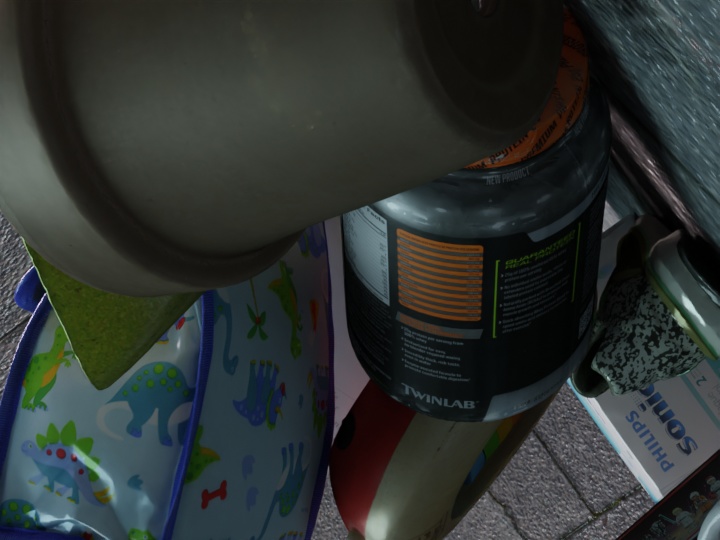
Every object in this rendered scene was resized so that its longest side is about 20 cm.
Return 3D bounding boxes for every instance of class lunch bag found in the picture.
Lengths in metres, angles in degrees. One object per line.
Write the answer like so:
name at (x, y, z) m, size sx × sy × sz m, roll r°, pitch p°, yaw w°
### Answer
lunch bag at (-0.085, 0.043, 1.037) m, size 0.127 × 0.201 × 0.170 m, roll 16°, pitch -178°, yaw 21°

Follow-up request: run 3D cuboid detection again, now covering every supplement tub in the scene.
supplement tub at (0.051, -0.031, 0.968) m, size 0.123 × 0.122 × 0.200 m, roll 55°, pitch 161°, yaw 32°

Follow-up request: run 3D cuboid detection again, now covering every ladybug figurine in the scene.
ladybug figurine at (0.048, 0.067, 1.101) m, size 0.072 × 0.200 × 0.136 m, roll 33°, pitch 150°, yaw 15°

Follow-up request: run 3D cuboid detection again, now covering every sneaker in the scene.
sneaker at (0.137, 0.025, 1.080) m, size 0.077 × 0.089 × 0.200 m, roll 54°, pitch -178°, yaw 2°

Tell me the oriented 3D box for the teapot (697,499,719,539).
teapot at (0.238, 0.208, 0.959) m, size 0.200 × 0.146 × 0.198 m, roll 16°, pitch -126°, yaw -38°

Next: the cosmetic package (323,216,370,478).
cosmetic package at (0.000, 0.000, 1.145) m, size 0.102 × 0.200 × 0.074 m, roll 33°, pitch -156°, yaw 16°

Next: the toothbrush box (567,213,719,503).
toothbrush box at (0.173, 0.059, 1.299) m, size 0.147 × 0.085 × 0.200 m, roll 55°, pitch -178°, yaw 11°

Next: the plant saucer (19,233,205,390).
plant saucer at (-0.080, -0.085, 0.900) m, size 0.200 × 0.048 × 0.200 m, roll -49°, pitch -55°, yaw -47°

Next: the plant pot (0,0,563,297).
plant pot at (-0.024, -0.094, 0.789) m, size 0.200 × 0.174 × 0.201 m, roll 9°, pitch -101°, yaw -55°

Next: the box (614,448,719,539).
box at (0.185, 0.181, 1.148) m, size 0.137 × 0.200 × 0.040 m, roll 52°, pitch 176°, yaw -38°
